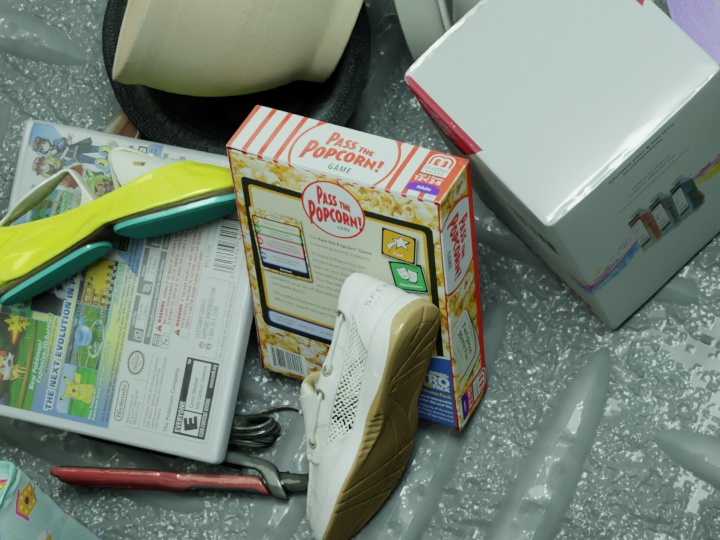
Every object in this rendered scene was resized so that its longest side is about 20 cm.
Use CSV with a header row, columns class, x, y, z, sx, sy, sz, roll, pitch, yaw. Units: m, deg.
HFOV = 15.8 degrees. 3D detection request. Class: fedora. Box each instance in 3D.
class,x,y,z,sx,sy,sz,roll,pitch,yaw
fedora,-0.077,-0.149,1.789,0.199,0.092,0.202,-3,77,13

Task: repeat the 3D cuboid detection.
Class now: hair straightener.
class,x,y,z,sx,sy,sz,roll,pitch,yaw
hair straightener,-0.110,0.111,1.739,0.199,0.041,0.077,1,73,19

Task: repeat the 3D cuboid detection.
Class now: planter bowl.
class,x,y,z,sx,sy,sz,roll,pitch,yaw
planter bowl,-0.066,-0.196,1.662,0.134,0.200,0.201,19,76,-11

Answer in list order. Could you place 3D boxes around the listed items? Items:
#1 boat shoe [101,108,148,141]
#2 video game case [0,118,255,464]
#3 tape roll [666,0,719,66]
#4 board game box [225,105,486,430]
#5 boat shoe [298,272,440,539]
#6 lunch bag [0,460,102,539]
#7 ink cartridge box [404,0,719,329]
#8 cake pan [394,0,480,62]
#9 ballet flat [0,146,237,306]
class,x,y,z,sx,sy,sz,roll,pitch,yaw
boat shoe,-0.158,-0.013,1.784,0.071,0.076,0.201,8,84,20
video game case,-0.158,0.013,1.729,0.181,0.022,0.201,11,90,15
tape roll,0.277,-0.204,1.564,0.200,0.065,0.201,-30,48,40
board game box,0.000,0.000,1.656,0.151,0.201,0.046,16,48,22
boat shoe,-0.005,0.087,1.653,0.069,0.071,0.201,34,125,25
lunch bag,-0.291,0.198,1.698,0.199,0.170,0.123,-2,64,18
ink cartridge box,0.145,-0.085,1.635,0.145,0.200,0.145,-43,65,-2
cake pan,0.054,-0.210,1.707,0.037,0.200,0.201,-7,70,16
ballet flat,-0.165,-0.042,1.689,0.199,0.067,0.067,-23,80,15
